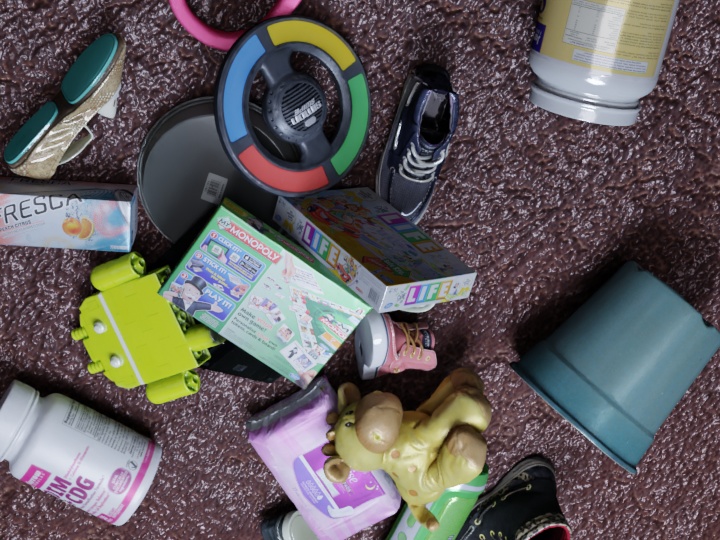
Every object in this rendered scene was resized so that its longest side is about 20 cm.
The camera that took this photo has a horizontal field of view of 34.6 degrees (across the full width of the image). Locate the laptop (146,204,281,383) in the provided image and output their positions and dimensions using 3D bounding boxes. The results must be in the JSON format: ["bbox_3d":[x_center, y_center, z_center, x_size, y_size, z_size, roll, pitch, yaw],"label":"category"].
[{"bbox_3d":[-0.137,0.036,1.378,0.200,0.103,0.177,18,136,-40],"label":"laptop"}]

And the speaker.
[{"bbox_3d":[0.092,0.327,1.513,0.088,0.088,0.200,21,108,-13],"label":"speaker"}]

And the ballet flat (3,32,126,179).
[{"bbox_3d":[-0.316,-0.180,1.296,0.200,0.071,0.065,-43,136,14],"label":"ballet flat"}]

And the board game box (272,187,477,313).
[{"bbox_3d":[0.013,-0.028,1.282,0.134,0.200,0.034,-8,126,-41],"label":"board game box"}]

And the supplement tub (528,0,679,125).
[{"bbox_3d":[0.267,-0.272,1.263,0.145,0.145,0.200,9,110,-9],"label":"supplement tub"}]

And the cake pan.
[{"bbox_3d":[-0.163,-0.100,1.335,0.200,0.037,0.201,1,111,2],"label":"cake pan"}]

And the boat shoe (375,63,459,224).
[{"bbox_3d":[0.064,-0.131,1.326,0.075,0.093,0.200,6,110,-8],"label":"boat shoe"}]

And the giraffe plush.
[{"bbox_3d":[0.043,0.198,1.386,0.162,0.173,0.200,23,114,-13],"label":"giraffe plush"}]

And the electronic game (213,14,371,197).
[{"bbox_3d":[-0.072,-0.181,1.279,0.200,0.042,0.200,-5,98,-35],"label":"electronic game"}]

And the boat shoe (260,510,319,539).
[{"bbox_3d":[-0.077,0.402,1.538,0.066,0.075,0.200,-8,124,29],"label":"boat shoe"}]

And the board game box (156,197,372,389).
[{"bbox_3d":[-0.104,0.028,1.276,0.200,0.029,0.135,35,113,-11],"label":"board game box"}]

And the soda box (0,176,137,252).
[{"bbox_3d":[-0.359,-0.066,1.323,0.200,0.068,0.064,3,111,-5],"label":"soda box"}]

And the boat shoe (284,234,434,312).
[{"bbox_3d":[0.000,0.000,1.383,0.201,0.061,0.072,18,103,9],"label":"boat shoe"}]

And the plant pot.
[{"bbox_3d":[0.319,0.107,1.400,0.200,0.200,0.196,39,96,-18],"label":"plant pot"}]

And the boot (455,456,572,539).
[{"bbox_3d":[0.192,0.351,1.495,0.073,0.151,0.200,39,103,-18],"label":"boot"}]

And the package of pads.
[{"bbox_3d":[-0.046,0.243,1.471,0.120,0.076,0.200,-29,111,7],"label":"package of pads"}]

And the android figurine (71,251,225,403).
[{"bbox_3d":[-0.257,0.070,1.364,0.200,0.041,0.182,-17,101,28],"label":"android figurine"}]

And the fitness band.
[{"bbox_3d":[-0.124,-0.335,1.259,0.144,0.037,0.200,34,106,-17],"label":"fitness band"}]

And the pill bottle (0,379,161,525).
[{"bbox_3d":[-0.356,0.220,1.413,0.200,0.113,0.113,30,106,-15],"label":"pill bottle"}]

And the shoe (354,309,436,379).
[{"bbox_3d":[0.044,0.082,1.369,0.091,0.200,0.072,-10,74,-6],"label":"shoe"}]
